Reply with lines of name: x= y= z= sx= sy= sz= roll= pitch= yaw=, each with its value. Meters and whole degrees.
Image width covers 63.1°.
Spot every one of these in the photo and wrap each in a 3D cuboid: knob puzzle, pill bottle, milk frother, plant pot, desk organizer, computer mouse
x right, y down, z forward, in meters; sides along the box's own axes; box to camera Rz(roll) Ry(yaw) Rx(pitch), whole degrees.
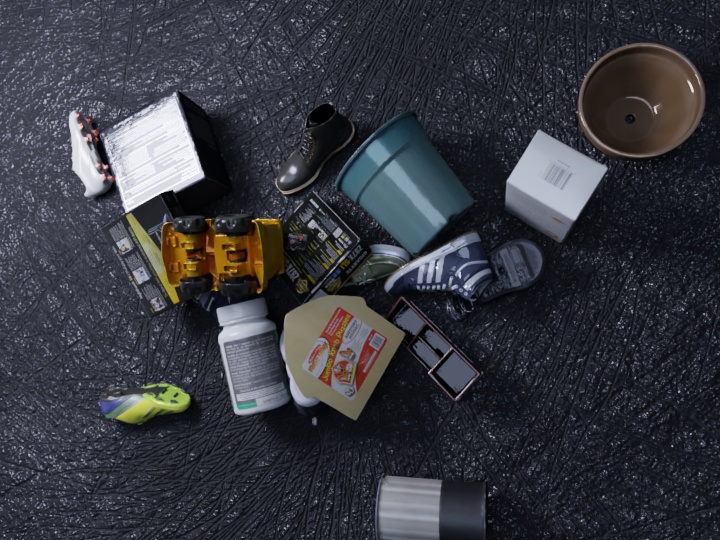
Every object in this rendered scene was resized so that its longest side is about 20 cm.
knob puzzle: x=-0.048 y=0.134 z=1.035 sx=0.216 sy=0.030 sz=0.224 roll=2 pitch=80 yaw=-9
pill bottle: x=-0.205 y=0.160 z=1.112 sx=0.111 sy=0.113 sz=0.203 roll=-13 pitch=89 yaw=11
milk frother: x=0.116 y=0.446 z=0.966 sx=0.185 sy=0.200 sz=0.184 roll=-1 pitch=86 yaw=14
plant pot: x=0.090 y=-0.145 z=1.062 sx=0.200 sy=0.200 sz=0.197 roll=-42 pitch=83 yaw=5
desk organizer: x=0.127 y=0.140 z=1.065 sx=0.072 sy=0.077 sz=0.200 roll=-46 pitch=75 yaw=4
plant pot: x=0.480 y=-0.281 z=1.027 sx=0.197 sy=0.093 sz=0.205 roll=-2 pitch=83 yaw=13
computer mouse: x=0.242 y=0.003 z=1.073 sx=0.197 sy=0.053 sz=0.141 roll=-19 pitch=80 yaw=23

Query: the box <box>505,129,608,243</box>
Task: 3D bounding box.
box: x=0.322 y=-0.134 z=0.990 sx=0.124 sy=0.200 sz=0.098 roll=33 pitch=91 yaw=15

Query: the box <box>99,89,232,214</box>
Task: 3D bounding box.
box: x=-0.402 y=-0.223 z=1.218 sx=0.198 sy=0.123 sz=0.201 roll=-23 pitch=78 yaw=12

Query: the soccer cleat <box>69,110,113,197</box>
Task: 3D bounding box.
soccer cleat: x=-0.617 y=-0.261 z=1.308 sx=0.077 sy=0.069 sz=0.202 roll=-26 pitch=80 yaw=12

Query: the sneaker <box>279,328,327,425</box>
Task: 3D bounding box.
sneaker: x=-0.106 y=0.195 z=1.116 sx=0.074 sy=0.115 sz=0.202 roll=-10 pitch=44 yaw=-6

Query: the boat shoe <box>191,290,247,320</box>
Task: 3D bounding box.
boat shoe: x=-0.249 y=0.012 z=1.184 sx=0.093 sy=0.075 sz=0.201 roll=42 pitch=101 yaw=9

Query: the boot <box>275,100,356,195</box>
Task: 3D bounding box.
boot: x=-0.107 y=-0.242 z=1.142 sx=0.200 sy=0.138 sz=0.078 roll=-45 pitch=76 yaw=6

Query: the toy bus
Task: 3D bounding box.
toy bus: x=-0.232 y=-0.043 z=1.073 sx=0.197 sy=0.192 sz=0.138 roll=1 pitch=104 yaw=17

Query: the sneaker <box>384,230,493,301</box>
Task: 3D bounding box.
sneaker: x=0.142 y=0.023 z=1.052 sx=0.198 sy=0.070 sz=0.110 roll=-30 pitch=75 yaw=18

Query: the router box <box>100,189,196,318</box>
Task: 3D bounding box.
router box: x=-0.386 y=-0.030 z=1.137 sx=0.155 sy=0.052 sz=0.202 roll=-24 pitch=98 yaw=18

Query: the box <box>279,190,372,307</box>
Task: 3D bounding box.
box: x=-0.088 y=-0.039 z=1.113 sx=0.160 sy=0.049 sz=0.200 roll=-49 pitch=46 yaw=5

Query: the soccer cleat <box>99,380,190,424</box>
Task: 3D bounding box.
soccer cleat: x=-0.437 y=0.278 z=1.204 sx=0.196 sy=0.065 sz=0.085 roll=-1 pitch=112 yaw=9

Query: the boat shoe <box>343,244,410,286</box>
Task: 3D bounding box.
boat shoe: x=0.000 y=0.000 z=1.109 sx=0.197 sy=0.072 sz=0.063 roll=-8 pitch=55 yaw=26
